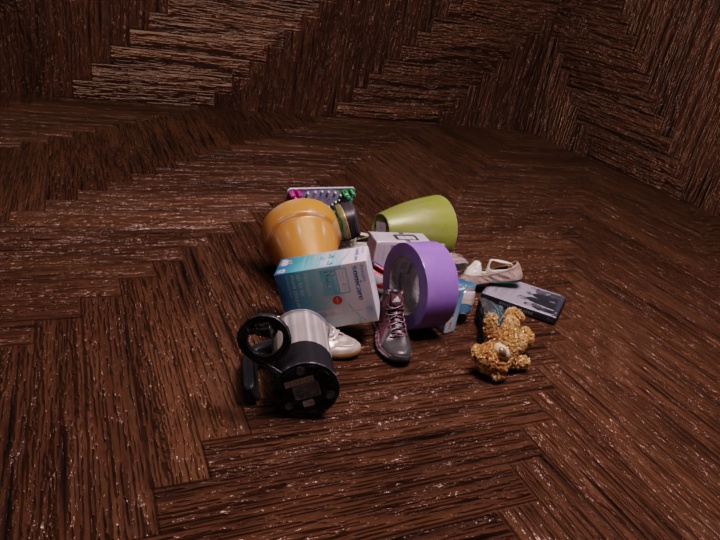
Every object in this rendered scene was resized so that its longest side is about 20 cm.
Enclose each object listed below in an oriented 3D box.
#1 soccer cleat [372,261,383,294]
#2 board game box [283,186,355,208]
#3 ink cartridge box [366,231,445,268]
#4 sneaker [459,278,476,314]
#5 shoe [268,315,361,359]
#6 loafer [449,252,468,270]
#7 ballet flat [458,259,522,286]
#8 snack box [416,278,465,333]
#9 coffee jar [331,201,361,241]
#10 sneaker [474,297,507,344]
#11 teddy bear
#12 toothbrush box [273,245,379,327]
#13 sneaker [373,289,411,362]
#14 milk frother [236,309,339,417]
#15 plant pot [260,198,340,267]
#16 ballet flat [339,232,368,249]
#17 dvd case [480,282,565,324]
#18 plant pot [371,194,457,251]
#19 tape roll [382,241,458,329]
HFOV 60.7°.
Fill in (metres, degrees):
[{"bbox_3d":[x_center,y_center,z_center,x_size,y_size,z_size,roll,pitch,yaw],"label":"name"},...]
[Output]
[{"bbox_3d":[0.000,0.000,1.581,0.199,0.073,0.068,19,27,18],"label":"soccer cleat"},{"bbox_3d":[-0.126,-0.144,1.704,0.199,0.200,0.026,-5,48,-27],"label":"board game box"},{"bbox_3d":[0.116,-0.037,1.654,0.199,0.116,0.068,1,27,-20],"label":"ink cartridge box"},{"bbox_3d":[0.234,0.059,1.551,0.076,0.081,0.200,6,6,-5],"label":"sneaker"},{"bbox_3d":[-0.095,0.138,1.280,0.199,0.054,0.070,11,25,2],"label":"shoe"},{"bbox_3d":[0.221,-0.028,1.609,0.200,0.072,0.063,-5,69,-55],"label":"loafer"},{"bbox_3d":[0.338,0.004,1.663,0.199,0.068,0.068,-6,18,-4],"label":"ballet flat"},{"bbox_3d":[0.168,0.050,1.489,0.037,0.117,0.200,-6,29,-30],"label":"snack box"},{"bbox_3d":[-0.099,-0.111,1.665,0.199,0.105,0.085,-20,43,-9],"label":"coffee jar"},{"bbox_3d":[0.316,0.122,1.442,0.079,0.076,0.200,14,26,2],"label":"sneaker"},{"bbox_3d":[0.319,0.154,1.326,0.200,0.146,0.067,-9,-3,-45],"label":"teddy bear"},{"bbox_3d":[-0.067,0.041,1.319,0.199,0.147,0.085,-8,24,7],"label":"toothbrush box"},{"bbox_3d":[0.070,0.105,1.337,0.075,0.116,0.200,3,25,-14],"label":"sneaker"},{"bbox_3d":[-0.132,0.129,1.116,0.180,0.201,0.188,1,26,-10],"label":"milk frother"},{"bbox_3d":[-0.134,-0.044,1.511,0.199,0.201,0.184,0,42,-20],"label":"plant pot"},{"bbox_3d":[-0.026,-0.077,1.746,0.199,0.072,0.072,-7,30,-30],"label":"ballet flat"},{"bbox_3d":[0.438,0.074,1.648,0.199,0.025,0.150,19,27,21],"label":"dvd case"},{"bbox_3d":[0.140,-0.119,1.746,0.199,0.188,0.187,-5,29,-31],"label":"plant pot"},{"bbox_3d":[0.134,0.033,1.413,0.085,0.201,0.200,-4,28,-26],"label":"tape roll"}]
